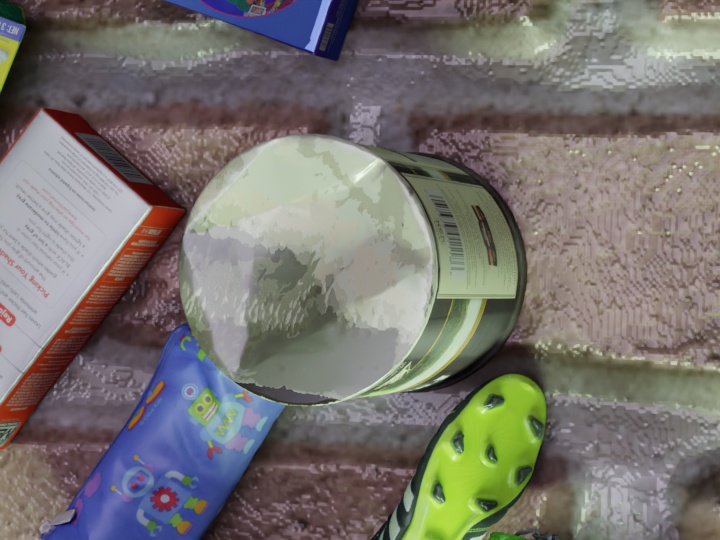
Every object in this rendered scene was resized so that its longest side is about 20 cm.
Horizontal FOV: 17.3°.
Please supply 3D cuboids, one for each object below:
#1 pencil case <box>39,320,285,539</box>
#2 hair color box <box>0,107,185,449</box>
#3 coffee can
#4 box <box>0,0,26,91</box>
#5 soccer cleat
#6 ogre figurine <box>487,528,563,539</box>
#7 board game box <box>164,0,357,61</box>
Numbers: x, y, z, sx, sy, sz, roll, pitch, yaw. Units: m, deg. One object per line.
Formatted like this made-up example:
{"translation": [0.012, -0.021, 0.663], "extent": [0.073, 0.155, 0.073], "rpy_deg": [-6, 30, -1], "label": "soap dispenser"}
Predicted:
{"translation": [-0.120, 0.119, 1.441], "extent": [0.087, 0.078, 0.200], "rpy_deg": [31, 99, -19], "label": "pencil case"}
{"translation": [-0.213, 0.007, 1.482], "extent": [0.102, 0.061, 0.200], "rpy_deg": [42, 100, 14], "label": "hair color box"}
{"translation": [0.000, 0.000, 1.342], "extent": [0.146, 0.200, 0.147], "rpy_deg": [0, 89, 18], "label": "coffee can"}
{"translation": [-0.299, -0.089, 1.479], "extent": [0.117, 0.048, 0.200], "rpy_deg": [18, 109, -18], "label": "box"}
{"translation": [0.042, 0.147, 1.398], "extent": [0.067, 0.081, 0.200], "rpy_deg": [33, 80, -18], "label": "soccer cleat"}
{"translation": [0.151, 0.238, 1.347], "extent": [0.120, 0.098, 0.200], "rpy_deg": [-15, 78, 25], "label": "ogre figurine"}
{"translation": [-0.048, -0.244, 1.440], "extent": [0.134, 0.045, 0.200], "rpy_deg": [21, 96, 17], "label": "board game box"}
